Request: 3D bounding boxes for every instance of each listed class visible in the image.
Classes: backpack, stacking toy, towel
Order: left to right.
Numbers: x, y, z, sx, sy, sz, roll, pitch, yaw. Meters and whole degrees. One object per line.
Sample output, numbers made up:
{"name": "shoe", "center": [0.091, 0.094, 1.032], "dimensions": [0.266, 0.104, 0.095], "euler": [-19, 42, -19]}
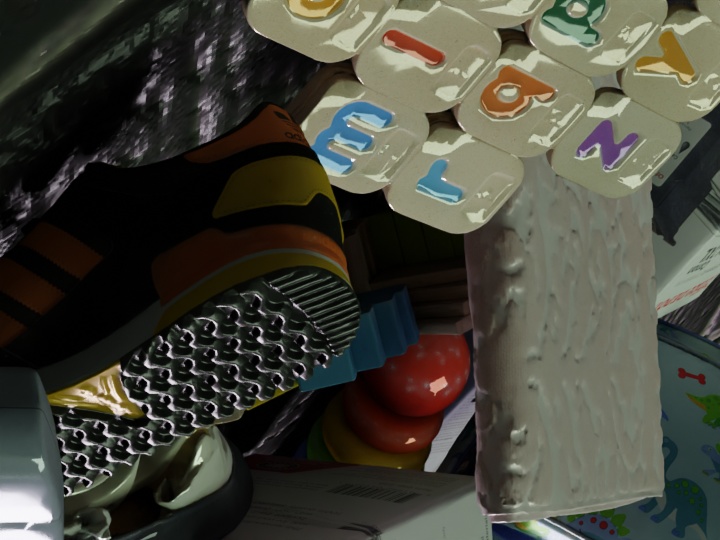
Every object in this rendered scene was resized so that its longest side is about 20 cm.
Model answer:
{"name": "stacking toy", "center": [0.005, 0.096, 1.129], "dimensions": [0.085, 0.085, 0.200], "euler": [-28, 156, -39]}
{"name": "towel", "center": [0.086, 0.001, 0.910], "dimensions": [0.032, 0.201, 0.191], "euler": [-4, 175, 23]}
{"name": "backpack", "center": [0.137, 0.114, 1.142], "dimensions": [0.200, 0.183, 0.147], "euler": [-59, 173, -40]}

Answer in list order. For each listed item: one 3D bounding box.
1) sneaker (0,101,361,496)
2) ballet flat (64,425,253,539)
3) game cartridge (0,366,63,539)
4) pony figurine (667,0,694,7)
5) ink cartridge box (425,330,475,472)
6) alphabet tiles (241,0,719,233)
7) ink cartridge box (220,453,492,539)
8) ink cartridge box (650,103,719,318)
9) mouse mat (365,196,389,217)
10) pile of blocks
{"name": "sneaker", "center": [-0.093, 0.013, 0.711], "dimensions": [0.200, 0.090, 0.070], "euler": [-22, 144, 20]}
{"name": "ballet flat", "center": [-0.098, 0.086, 0.892], "dimensions": [0.200, 0.073, 0.073], "euler": [-14, 148, -54]}
{"name": "game cartridge", "center": [-0.166, 0.094, 0.702], "dimensions": [0.133, 0.041, 0.200], "euler": [-1, 147, -20]}
{"name": "pony figurine", "center": [0.187, -0.148, 0.844], "dimensions": [0.193, 0.166, 0.200], "euler": [-49, 148, -2]}
{"name": "ink cartridge box", "center": [0.064, 0.069, 1.260], "dimensions": [0.200, 0.042, 0.119], "euler": [-45, 162, 18]}
{"name": "alphabet tiles", "center": [0.063, -0.097, 0.736], "dimensions": [0.195, 0.015, 0.200], "euler": [20, 122, -39]}
{"name": "ink cartridge box", "center": [-0.047, 0.149, 1.009], "dimensions": [0.200, 0.145, 0.085], "euler": [-11, 101, -58]}
{"name": "ink cartridge box", "center": [0.185, -0.071, 1.091], "dimensions": [0.200, 0.084, 0.145], "euler": [-49, 166, 23]}
{"name": "mouse mat", "center": [0.062, -0.050, 1.014], "dimensions": [0.200, 0.008, 0.161], "euler": [-46, 163, 16]}
{"name": "pile of blocks", "center": [0.000, 0.000, 0.883], "dimensions": [0.082, 0.062, 0.200], "euler": [-2, -162, 44]}
